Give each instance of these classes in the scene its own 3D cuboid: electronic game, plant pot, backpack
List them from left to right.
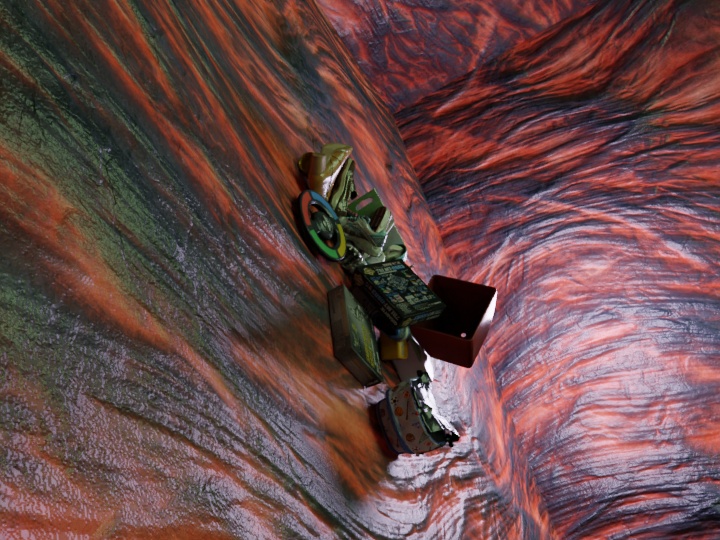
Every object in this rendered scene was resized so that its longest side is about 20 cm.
[{"bbox_3d":[-0.097,-0.115,1.602,0.200,0.041,0.202,46,30,-37],"label":"electronic game"},{"bbox_3d":[0.122,0.342,1.465,0.202,0.153,0.191,63,6,19],"label":"backpack"},{"bbox_3d":[0.269,0.159,1.778,0.201,0.198,0.178,-55,144,-34],"label":"plant pot"}]

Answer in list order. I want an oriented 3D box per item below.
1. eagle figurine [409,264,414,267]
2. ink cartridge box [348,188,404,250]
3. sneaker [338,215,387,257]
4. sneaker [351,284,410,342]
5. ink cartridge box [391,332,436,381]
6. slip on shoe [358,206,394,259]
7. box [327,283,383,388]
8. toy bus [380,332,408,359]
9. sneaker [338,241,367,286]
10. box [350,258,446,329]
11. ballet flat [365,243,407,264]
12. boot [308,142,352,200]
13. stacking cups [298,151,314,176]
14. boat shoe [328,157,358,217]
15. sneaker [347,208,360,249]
[{"bbox_3d":[0.140,0.094,1.946,0.149,0.153,0.201,5,33,-30],"label":"eagle figurine"},{"bbox_3d":[0.043,-0.142,1.920,0.202,0.103,0.059,60,-1,-15],"label":"ink cartridge box"},{"bbox_3d":[-0.015,-0.121,1.728,0.198,0.087,0.078,31,9,1],"label":"sneaker"},{"bbox_3d":[0.048,0.106,1.645,0.200,0.077,0.085,43,14,17],"label":"sneaker"},{"bbox_3d":[0.154,0.246,1.847,0.147,0.087,0.200,63,14,-5],"label":"ink cartridge box"},{"bbox_3d":[0.039,-0.094,1.843,0.061,0.075,0.202,44,63,-36],"label":"slip on shoe"},{"bbox_3d":[-0.013,0.155,1.492,0.159,0.048,0.202,53,19,-40],"label":"box"},{"bbox_3d":[0.091,0.144,1.722,0.078,0.064,0.203,23,63,-65],"label":"toy bus"},{"bbox_3d":[0.000,0.000,1.751,0.201,0.074,0.081,59,7,-22],"label":"sneaker"},{"bbox_3d":[0.102,0.057,1.661,0.199,0.050,0.199,-10,48,-49],"label":"box"},{"bbox_3d":[0.066,-0.037,1.847,0.067,0.071,0.199,35,40,32],"label":"ballet flat"},{"bbox_3d":[-0.089,-0.269,1.738,0.201,0.070,0.146,-39,141,-54],"label":"boot"},{"bbox_3d":[-0.108,-0.277,1.821,0.200,0.060,0.061,34,33,-62],"label":"stacking cups"},{"bbox_3d":[-0.043,-0.231,1.807,0.074,0.075,0.204,25,63,-12],"label":"boat shoe"},{"bbox_3d":[-0.030,-0.144,1.820,0.079,0.095,0.202,30,36,-62],"label":"sneaker"}]
